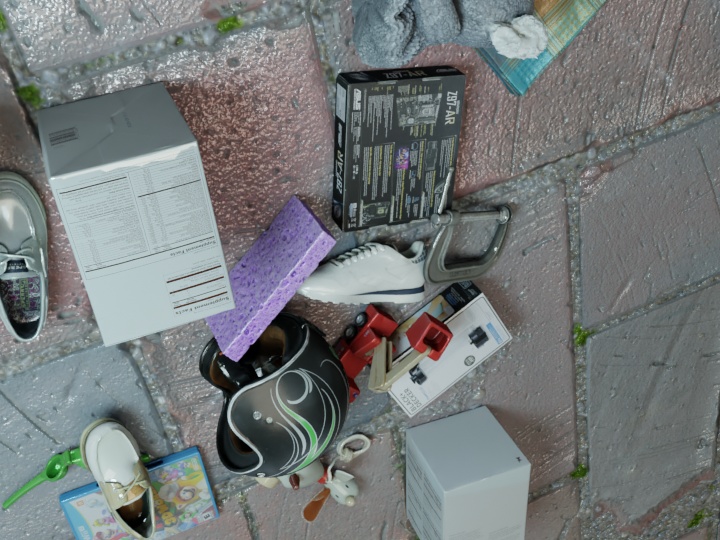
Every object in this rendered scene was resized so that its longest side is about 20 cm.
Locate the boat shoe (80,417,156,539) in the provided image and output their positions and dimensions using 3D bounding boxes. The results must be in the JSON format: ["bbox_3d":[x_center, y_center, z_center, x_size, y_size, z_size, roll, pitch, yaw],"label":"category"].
[{"bbox_3d":[-0.313,0.281,1.141,0.075,0.068,0.200,-33,134,-27],"label":"boat shoe"}]

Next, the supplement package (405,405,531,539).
[{"bbox_3d":[0.170,0.359,1.393,0.151,0.151,0.200,-13,124,-16],"label":"supplement package"}]

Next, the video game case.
[{"bbox_3d":[-0.317,0.344,1.242,0.200,0.018,0.143,-18,125,-14],"label":"video game case"}]

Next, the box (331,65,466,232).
[{"bbox_3d":[0.047,-0.155,1.094,0.160,0.044,0.200,-10,122,-20],"label":"box"}]

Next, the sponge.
[{"bbox_3d":[-0.119,0.009,1.073,0.030,0.112,0.200,35,100,-37],"label":"sponge"}]

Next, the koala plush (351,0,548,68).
[{"bbox_3d":[0.105,-0.303,0.954,0.199,0.178,0.184,6,126,-21],"label":"koala plush"}]

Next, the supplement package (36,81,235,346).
[{"bbox_3d":[-0.242,-0.066,0.921,0.147,0.191,0.200,-17,124,-14],"label":"supplement package"}]

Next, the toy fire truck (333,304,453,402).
[{"bbox_3d":[0.026,0.122,1.190,0.049,0.141,0.200,31,102,-35],"label":"toy fire truck"}]

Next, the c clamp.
[{"bbox_3d":[0.154,-0.053,1.182,0.200,0.027,0.171,0,117,-50],"label":"c clamp"}]

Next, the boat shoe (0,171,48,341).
[{"bbox_3d":[-0.384,-0.010,0.964,0.070,0.072,0.201,-9,122,-20],"label":"boat shoe"}]

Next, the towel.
[{"bbox_3d":[0.230,-0.337,1.084,0.200,0.022,0.147,-48,127,8],"label":"towel"}]

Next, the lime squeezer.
[{"bbox_3d":[-0.392,0.267,1.158,0.200,0.038,0.071,-17,156,-16],"label":"lime squeezer"}]

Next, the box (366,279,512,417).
[{"bbox_3d":[0.115,0.115,1.277,0.200,0.060,0.117,-37,127,0],"label":"box"}]

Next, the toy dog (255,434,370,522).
[{"bbox_3d":[-0.066,0.318,1.293,0.200,0.096,0.132,14,113,-31],"label":"toy dog"}]

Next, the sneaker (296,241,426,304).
[{"bbox_3d":[0.000,0.000,1.158,0.200,0.076,0.081,-3,109,-28],"label":"sneaker"}]

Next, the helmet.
[{"bbox_3d":[-0.112,0.173,1.131,0.200,0.200,0.191,-25,123,-9],"label":"helmet"}]
